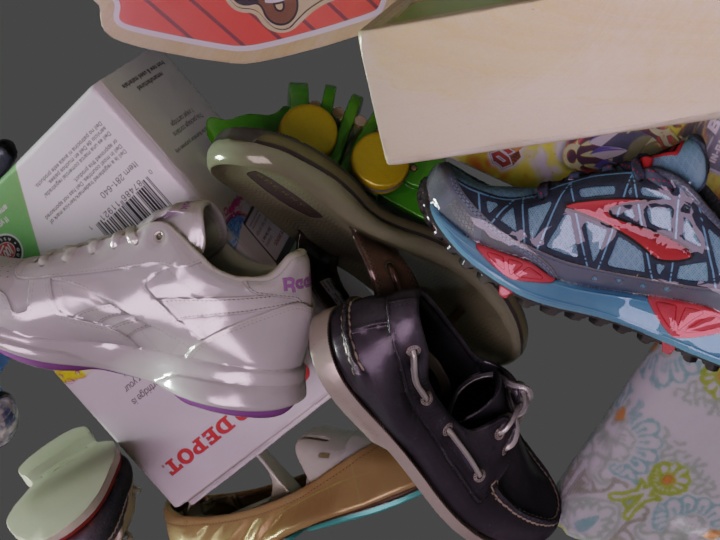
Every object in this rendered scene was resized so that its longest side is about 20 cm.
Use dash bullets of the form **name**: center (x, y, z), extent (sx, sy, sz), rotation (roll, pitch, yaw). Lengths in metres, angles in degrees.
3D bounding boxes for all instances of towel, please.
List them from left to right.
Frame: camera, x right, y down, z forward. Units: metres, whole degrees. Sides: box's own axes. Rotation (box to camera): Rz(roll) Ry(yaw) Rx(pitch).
- **towel**: center (0.221, 0.118, 0.763), extent (0.199, 0.048, 0.172), rotation (31, 117, 4)

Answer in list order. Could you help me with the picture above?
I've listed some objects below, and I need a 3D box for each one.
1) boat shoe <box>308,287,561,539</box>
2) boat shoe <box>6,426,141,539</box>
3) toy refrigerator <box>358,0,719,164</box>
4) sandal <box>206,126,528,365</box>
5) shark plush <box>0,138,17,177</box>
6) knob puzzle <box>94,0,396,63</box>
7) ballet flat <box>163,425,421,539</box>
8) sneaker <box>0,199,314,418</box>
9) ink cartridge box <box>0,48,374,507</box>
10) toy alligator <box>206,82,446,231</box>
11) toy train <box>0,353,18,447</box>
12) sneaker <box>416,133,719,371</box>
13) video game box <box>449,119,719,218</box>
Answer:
- **boat shoe**: center (0.056, 0.078, 0.732), extent (0.062, 0.073, 0.200), rotation (-26, 129, 26)
- **boat shoe**: center (-0.155, 0.136, 0.820), extent (0.071, 0.200, 0.063), rotation (-31, 99, -12)
- **toy refrigerator**: center (0.106, -0.103, 0.641), extent (0.198, 0.076, 0.071), rotation (-6, 110, 21)
- **sandal**: center (-0.001, 0.000, 0.744), extent (0.200, 0.058, 0.080), rotation (32, 154, -24)
- **shark plush**: center (-0.289, -0.034, 0.840), extent (0.091, 0.083, 0.200), rotation (44, 118, -5)
- **knob puzzle**: center (-0.057, -0.185, 0.696), extent (0.217, 0.030, 0.222), rotation (-3, 112, -7)
- **ballet flat**: center (-0.037, 0.126, 0.840), extent (0.199, 0.069, 0.063), rotation (-28, 88, 24)
- **sneaker**: center (-0.115, 0.006, 0.724), extent (0.198, 0.075, 0.101), rotation (13, 101, 7)
- **ink cartridge box**: center (-0.105, 0.006, 0.798), extent (0.145, 0.084, 0.200), rotation (-38, 96, 27)
- **toy alligator**: center (0.019, -0.055, 0.756), extent (0.198, 0.059, 0.055), rotation (21, 73, 1)
- **toy train**: center (-0.283, 0.049, 0.802), extent (0.198, 0.087, 0.115), rotation (9, 128, 18)
- **sneaker**: center (0.127, -0.025, 0.679), extent (0.198, 0.079, 0.096), rotation (19, 108, 1)
- **video game box**: center (0.145, -0.115, 0.691), extent (0.181, 0.047, 0.201), rotation (26, 118, 8)
